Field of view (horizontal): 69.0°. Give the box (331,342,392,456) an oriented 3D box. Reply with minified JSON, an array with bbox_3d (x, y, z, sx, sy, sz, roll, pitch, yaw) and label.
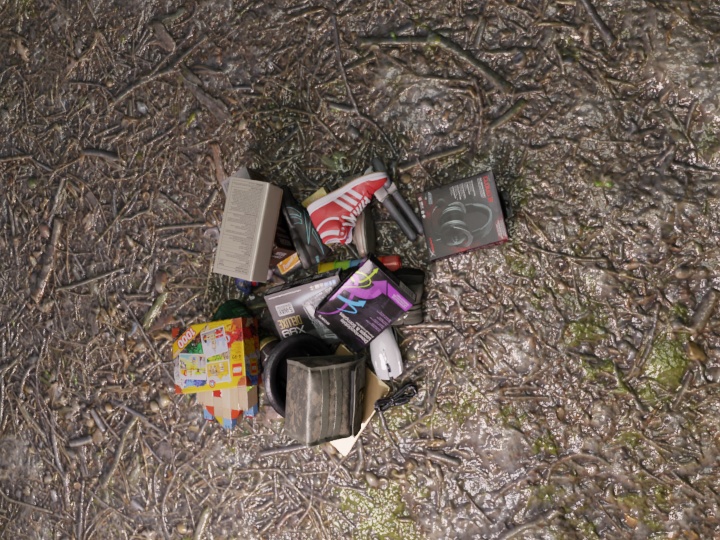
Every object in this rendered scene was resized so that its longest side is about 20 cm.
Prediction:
[{"bbox_3d":[-0.039,0.307,1.248,0.162,0.021,0.203,37,99,14],"label":"box"}]

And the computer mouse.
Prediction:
[{"bbox_3d":[0.059,0.209,1.195,0.106,0.044,0.208,-17,78,8],"label":"computer mouse"}]

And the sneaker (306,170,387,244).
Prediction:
[{"bbox_3d":[-0.014,-0.131,1.153,0.194,0.071,0.116,-26,80,11],"label":"sneaker"}]

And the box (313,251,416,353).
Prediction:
[{"bbox_3d":[0.007,0.077,1.144,0.142,0.036,0.200,39,119,-12],"label":"box"}]

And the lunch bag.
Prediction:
[{"bbox_3d":[-0.060,0.277,1.149,0.115,0.195,0.172,5,93,49],"label":"lunch bag"}]

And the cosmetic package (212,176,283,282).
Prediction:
[{"bbox_3d":[-0.239,-0.086,1.118,0.100,0.073,0.209,12,91,18],"label":"cosmetic package"}]

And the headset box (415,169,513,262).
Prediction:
[{"bbox_3d":[0.232,-0.118,1.146,0.193,0.077,0.155,-14,84,18],"label":"headset box"}]

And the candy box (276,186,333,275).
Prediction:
[{"bbox_3d":[-0.132,-0.093,1.268,0.197,0.055,0.118,-34,78,15],"label":"candy box"}]

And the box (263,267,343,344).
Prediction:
[{"bbox_3d":[-0.109,0.097,1.230,0.193,0.050,0.163,-14,109,16],"label":"box"}]

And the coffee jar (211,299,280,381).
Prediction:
[{"bbox_3d":[-0.275,0.171,1.282,0.198,0.085,0.106,39,111,19],"label":"coffee jar"}]

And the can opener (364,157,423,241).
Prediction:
[{"bbox_3d":[0.075,-0.159,1.196,0.052,0.066,0.203,-34,87,-1],"label":"can opener"}]

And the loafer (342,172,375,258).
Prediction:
[{"bbox_3d":[-0.006,-0.124,1.225,0.061,0.071,0.209,-10,76,24],"label":"loafer"}]

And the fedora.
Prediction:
[{"bbox_3d":[-0.150,0.237,1.207,0.090,0.195,0.210,10,92,56],"label":"fedora"}]

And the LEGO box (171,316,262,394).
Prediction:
[{"bbox_3d":[-0.332,0.197,1.211,0.192,0.077,0.156,-10,81,19],"label":"LEGO box"}]

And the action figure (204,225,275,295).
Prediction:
[{"bbox_3d":[-0.288,-0.044,1.280,0.190,0.202,0.105,34,58,8],"label":"action figure"}]

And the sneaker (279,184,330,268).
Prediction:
[{"bbox_3d":[-0.134,-0.108,1.214,0.077,0.076,0.206,-21,81,-7],"label":"sneaker"}]

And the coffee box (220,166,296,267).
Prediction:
[{"bbox_3d":[-0.234,-0.122,1.217,0.078,0.114,0.206,-26,80,15],"label":"coffee box"}]

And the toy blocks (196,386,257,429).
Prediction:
[{"bbox_3d":[-0.333,0.326,1.312,0.192,0.100,0.143,2,101,18],"label":"toy blocks"}]

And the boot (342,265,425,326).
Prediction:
[{"bbox_3d":[0.051,0.063,1.176,0.191,0.068,0.136,5,108,4],"label":"boot"}]

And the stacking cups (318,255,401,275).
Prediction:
[{"bbox_3d":[0.000,0.000,1.231,0.192,0.060,0.063,-6,87,12],"label":"stacking cups"}]
